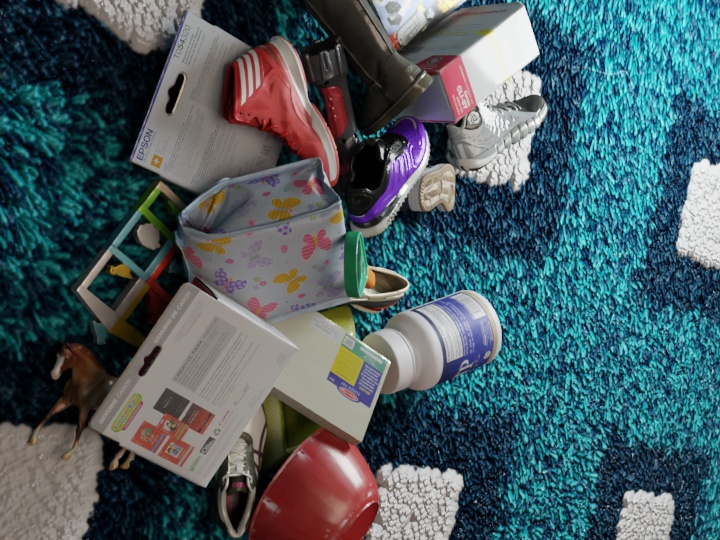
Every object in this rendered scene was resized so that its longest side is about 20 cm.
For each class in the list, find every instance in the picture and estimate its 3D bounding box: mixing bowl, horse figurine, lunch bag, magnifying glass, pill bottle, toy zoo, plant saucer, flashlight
[{"bbox_3d":[-0.046,0.320,1.350,0.200,0.108,0.201,-44,155,-27],"label":"mixing bowl"},{"bbox_3d":[-0.302,0.169,1.210,0.199,0.050,0.134,26,86,-37],"label":"horse figurine"},{"bbox_3d":[-0.122,-0.030,1.243,0.198,0.128,0.171,-18,134,-10],"label":"lunch bag"},{"bbox_3d":[0.000,0.000,1.276,0.200,0.022,0.081,55,35,-81],"label":"magnifying glass"},{"bbox_3d":[0.102,0.110,1.490,0.199,0.119,0.121,-17,107,-36],"label":"pill bottle"},{"bbox_3d":[-0.264,0.007,1.233,0.131,0.020,0.201,46,68,-35],"label":"toy zoo"},{"bbox_3d":[-0.070,0.169,1.402,0.198,0.048,0.202,-15,106,-37],"label":"plant saucer"},{"bbox_3d":[-0.038,-0.203,1.337,0.067,0.068,0.201,-10,123,6],"label":"flashlight"}]

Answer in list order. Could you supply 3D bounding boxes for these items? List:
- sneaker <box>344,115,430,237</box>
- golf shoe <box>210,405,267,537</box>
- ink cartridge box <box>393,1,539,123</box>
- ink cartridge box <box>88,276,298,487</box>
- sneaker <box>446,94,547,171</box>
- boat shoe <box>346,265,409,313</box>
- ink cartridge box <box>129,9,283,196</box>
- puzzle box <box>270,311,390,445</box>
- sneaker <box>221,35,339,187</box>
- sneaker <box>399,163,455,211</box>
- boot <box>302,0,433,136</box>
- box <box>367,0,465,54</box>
[{"bbox_3d":[0.033,-0.149,1.338,0.201,0.069,0.100,-65,148,-31],"label":"sneaker"},{"bbox_3d":[-0.155,0.246,1.308,0.076,0.088,0.202,0,96,-12],"label":"golf shoe"},{"bbox_3d":[0.138,-0.297,1.440,0.200,0.145,0.084,-41,121,-28],"label":"ink cartridge box"},{"bbox_3d":[-0.203,0.120,1.171,0.175,0.084,0.201,36,88,-34],"label":"ink cartridge box"},{"bbox_3d":[0.207,-0.249,1.554,0.200,0.075,0.116,-40,118,-27],"label":"sneaker"},{"bbox_3d":[-0.017,0.016,1.399,0.199,0.062,0.072,15,57,-42],"label":"boat shoe"},{"bbox_3d":[-0.181,-0.191,1.258,0.199,0.043,0.198,25,82,-39],"label":"ink cartridge box"},{"bbox_3d":[-0.061,0.128,1.342,0.199,0.025,0.134,35,53,-16],"label":"puzzle box"},{"bbox_3d":[-0.110,-0.179,1.259,0.115,0.078,0.202,-29,104,-23],"label":"sneaker"},{"bbox_3d":[0.070,-0.120,1.471,0.200,0.107,0.071,-17,107,-68],"label":"sneaker"},{"bbox_3d":[-0.010,-0.292,1.350,0.200,0.182,0.073,42,57,-9],"label":"boot"},{"bbox_3d":[0.076,-0.416,1.440,0.200,0.040,0.138,-42,120,-27],"label":"box"}]
